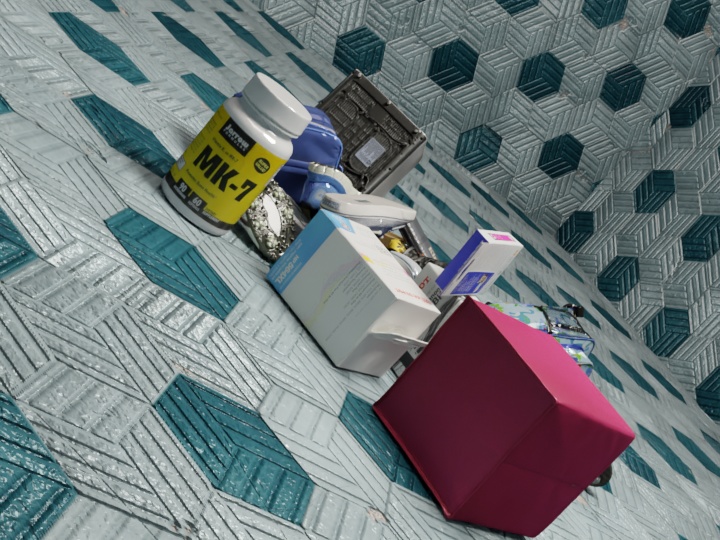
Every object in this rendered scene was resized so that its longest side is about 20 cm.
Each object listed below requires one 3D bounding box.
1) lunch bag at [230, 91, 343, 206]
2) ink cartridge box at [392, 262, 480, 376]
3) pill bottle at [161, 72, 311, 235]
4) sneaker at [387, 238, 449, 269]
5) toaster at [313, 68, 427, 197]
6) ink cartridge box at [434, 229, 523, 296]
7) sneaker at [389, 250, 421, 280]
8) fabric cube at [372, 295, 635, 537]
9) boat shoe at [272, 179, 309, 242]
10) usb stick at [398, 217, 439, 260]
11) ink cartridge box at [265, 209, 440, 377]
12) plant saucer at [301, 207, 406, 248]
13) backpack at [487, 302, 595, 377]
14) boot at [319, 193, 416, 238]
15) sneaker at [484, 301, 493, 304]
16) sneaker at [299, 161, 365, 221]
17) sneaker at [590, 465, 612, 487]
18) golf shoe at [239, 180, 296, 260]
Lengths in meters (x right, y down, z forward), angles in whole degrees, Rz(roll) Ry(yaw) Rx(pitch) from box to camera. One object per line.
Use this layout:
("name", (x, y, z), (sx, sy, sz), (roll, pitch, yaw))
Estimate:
("lunch bag", (-0.121, -0.179, 1.799), (0.198, 0.137, 0.133), (10, 26, -17))
("ink cartridge box", (0.121, 0.109, 1.641), (0.084, 0.145, 0.200), (26, 19, -46))
("pill bottle", (-0.163, -0.155, 1.545), (0.114, 0.200, 0.114), (38, 13, -11))
("sneaker", (0.074, -0.004, 1.770), (0.070, 0.199, 0.091), (-45, 129, -53))
("toaster", (-0.010, -0.207, 1.992), (0.181, 0.200, 0.119), (44, -8, 12))
("ink cartridge box", (0.160, -0.010, 1.608), (0.037, 0.095, 0.200), (43, 15, 15))
("sneaker", (0.000, 0.000, 1.735), (0.199, 0.074, 0.071), (14, 13, 36))
("fabric cube", (0.175, 0.186, 1.442), (0.199, 0.200, 0.197), (24, 23, -47))
("boat shoe", (-0.125, -0.079, 1.721), (0.201, 0.073, 0.065), (55, 12, 10))
("usb stick", (0.114, -0.009, 1.916), (0.201, 0.032, 0.055), (61, 16, -5))
("ink cartridge box", (-0.003, 0.040, 1.546), (0.200, 0.125, 0.128), (51, 16, 29))
("plant saucer", (-0.017, -0.071, 1.950), (0.199, 0.036, 0.200), (23, 4, -2))
("backpack", (0.246, 0.144, 1.792), (0.199, 0.184, 0.147), (10, 34, -27))
("boot", (0.002, -0.060, 1.707), (0.072, 0.091, 0.199), (26, 15, 37))
("sneaker", (0.182, 0.074, 1.859), (0.077, 0.111, 0.201), (51, -7, 46))
("sneaker", (-0.036, -0.086, 1.766), (0.078, 0.090, 0.200), (21, -10, 37))
("sneaker", (0.343, 0.270, 1.929), (0.200, 0.075, 0.115), (45, 11, 15))
("golf shoe", (-0.157, -0.103, 1.661), (0.077, 0.088, 0.201), (-19, 83, -37))
